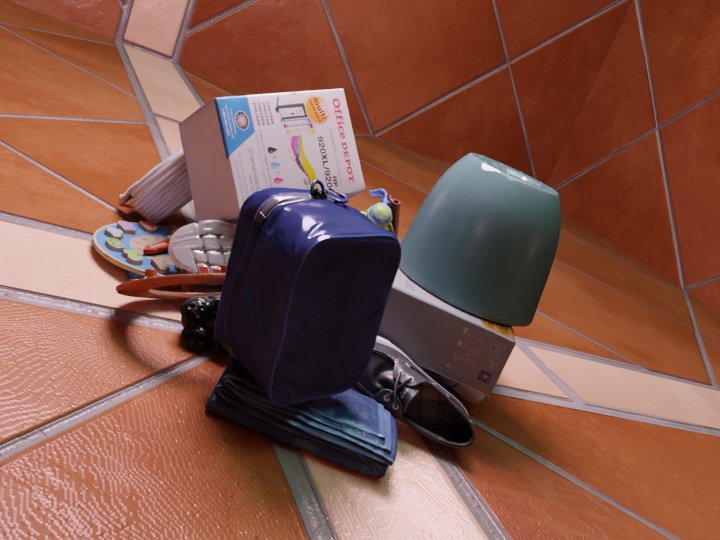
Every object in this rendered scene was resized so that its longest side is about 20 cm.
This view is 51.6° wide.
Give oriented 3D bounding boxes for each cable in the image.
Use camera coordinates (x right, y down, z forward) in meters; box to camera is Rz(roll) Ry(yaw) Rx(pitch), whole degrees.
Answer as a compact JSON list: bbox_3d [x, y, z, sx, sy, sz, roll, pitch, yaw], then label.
[{"bbox_3d":[-0.260,-0.150,1.127,0.070,0.200,0.199,52,-25,-16],"label":"cable"}]

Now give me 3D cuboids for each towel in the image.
[{"bbox_3d":[-0.055,0.142,0.778,0.196,0.049,0.112,22,16,-5],"label":"towel"}]

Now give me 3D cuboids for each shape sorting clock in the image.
[{"bbox_3d":[-0.260,-0.027,1.009,0.196,0.040,0.201,19,20,-7],"label":"shape sorting clock"}]

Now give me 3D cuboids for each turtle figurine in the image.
[{"bbox_3d":[-0.006,-0.013,1.178,0.140,0.205,0.194,2,-20,-7],"label":"turtle figurine"}]

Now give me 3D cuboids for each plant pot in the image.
[{"bbox_3d":[0.163,-0.050,0.947,0.197,0.164,0.201,22,16,-7],"label":"plant pot"}]

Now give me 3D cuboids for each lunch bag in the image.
[{"bbox_3d":[-0.059,0.011,0.734,0.134,0.204,0.132,-1,25,-44],"label":"lunch bag"}]

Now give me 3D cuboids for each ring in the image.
[{"bbox_3d":[-0.178,0.014,0.855,0.195,0.020,0.200,-3,-7,0],"label":"ring"}]

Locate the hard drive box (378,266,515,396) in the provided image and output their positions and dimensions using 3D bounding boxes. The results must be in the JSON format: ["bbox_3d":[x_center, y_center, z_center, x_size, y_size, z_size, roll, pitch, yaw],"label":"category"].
[{"bbox_3d":[0.085,0.056,0.937,0.196,0.078,0.156,23,17,-1],"label":"hard drive box"}]

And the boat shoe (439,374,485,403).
[{"bbox_3d":[0.151,0.140,1.061,0.067,0.073,0.200,52,18,0],"label":"boat shoe"}]

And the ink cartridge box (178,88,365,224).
[{"bbox_3d":[-0.120,-0.152,1.015,0.197,0.151,0.144,-14,2,-34],"label":"ink cartridge box"}]

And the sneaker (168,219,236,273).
[{"bbox_3d":[-0.157,-0.016,0.975,0.196,0.079,0.082,2,-13,-27],"label":"sneaker"}]

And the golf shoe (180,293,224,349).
[{"bbox_3d":[-0.109,0.058,0.874,0.195,0.080,0.095,11,7,-4],"label":"golf shoe"}]

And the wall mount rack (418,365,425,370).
[{"bbox_3d":[0.011,0.095,0.965,0.171,0.076,0.200,13,21,-40],"label":"wall mount rack"}]

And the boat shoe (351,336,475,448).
[{"bbox_3d":[0.051,0.140,0.841,0.199,0.070,0.066,40,-3,-15],"label":"boat shoe"}]

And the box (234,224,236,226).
[{"bbox_3d":[-0.134,-0.017,1.079,0.198,0.042,0.038,34,21,29],"label":"box"}]
